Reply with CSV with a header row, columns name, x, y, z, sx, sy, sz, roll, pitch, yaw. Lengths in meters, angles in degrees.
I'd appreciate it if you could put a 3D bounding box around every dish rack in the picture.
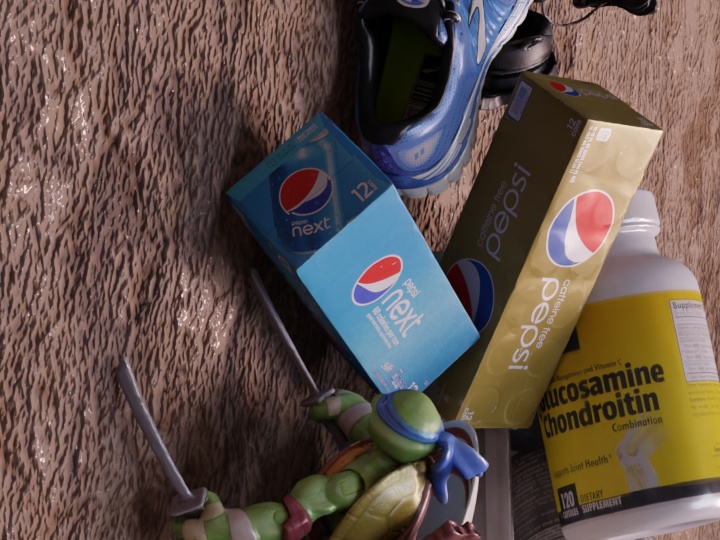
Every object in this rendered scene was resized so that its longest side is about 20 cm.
name,x,y,z,sx,sy,sz,roll,pitch,yaw
dish rack,0.065,0.203,1.459,0.172,0.043,0.201,99,-6,-55

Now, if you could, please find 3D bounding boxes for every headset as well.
name,x,y,z,sx,sy,sz,roll,pitch,yaw
headset,0.104,-0.163,1.447,0.199,0.093,0.125,-15,113,-55

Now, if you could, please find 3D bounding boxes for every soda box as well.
name,x,y,z,sx,sy,sz,roll,pitch,yaw
soda box,0.095,-0.009,1.346,0.067,0.064,0.201,4,117,-42
soda box,0.000,0.000,1.247,0.068,0.064,0.200,-41,152,-5

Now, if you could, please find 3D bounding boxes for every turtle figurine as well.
name,x,y,z,sx,sy,sz,roll,pitch,yaw
turtle figurine,-0.047,0.118,1.193,0.144,0.198,0.195,-89,-162,-64

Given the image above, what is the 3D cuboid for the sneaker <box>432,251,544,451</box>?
name,x,y,z,sx,sy,sz,roll,pitch,yaw
sneaker,0.078,0.012,1.499,0.200,0.077,0.141,56,29,-48

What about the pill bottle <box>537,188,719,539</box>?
name,x,y,z,sx,sy,sz,roll,pitch,yaw
pill bottle,0.158,0.059,1.408,0.112,0.111,0.202,19,59,-69

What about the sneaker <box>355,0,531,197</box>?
name,x,y,z,sx,sy,sz,roll,pitch,yaw
sneaker,0.046,-0.146,1.303,0.089,0.078,0.202,49,52,-67

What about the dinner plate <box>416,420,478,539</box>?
name,x,y,z,sx,sy,sz,roll,pitch,yaw
dinner plate,0.014,0.174,1.272,0.201,0.024,0.201,-54,-164,22

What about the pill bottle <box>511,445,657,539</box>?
name,x,y,z,sx,sy,sz,roll,pitch,yaw
pill bottle,0.137,0.178,1.530,0.200,0.113,0.115,-96,-177,-62
